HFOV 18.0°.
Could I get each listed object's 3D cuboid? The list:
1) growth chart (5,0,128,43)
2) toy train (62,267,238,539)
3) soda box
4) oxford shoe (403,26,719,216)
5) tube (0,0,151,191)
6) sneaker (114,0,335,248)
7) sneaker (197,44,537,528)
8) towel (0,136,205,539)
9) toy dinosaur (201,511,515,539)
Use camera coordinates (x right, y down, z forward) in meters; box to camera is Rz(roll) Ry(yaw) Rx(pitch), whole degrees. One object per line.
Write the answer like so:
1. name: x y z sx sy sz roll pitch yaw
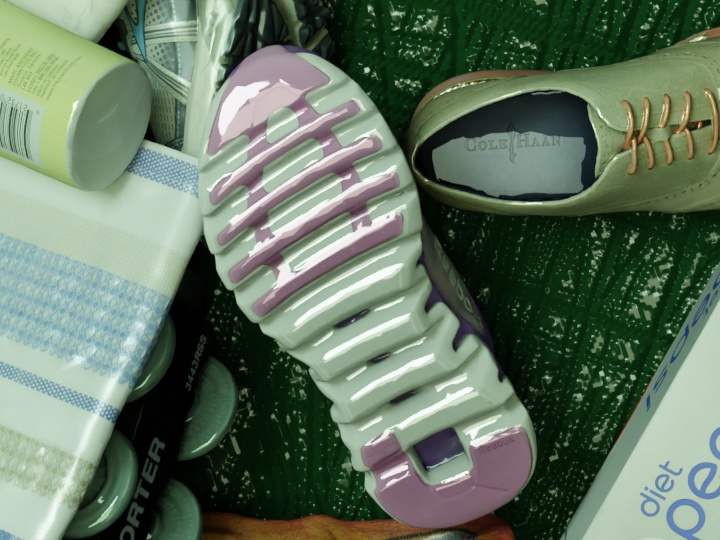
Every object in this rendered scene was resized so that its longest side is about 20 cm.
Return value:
1. growth chart: -0.148 -0.124 0.871 0.145 0.018 0.200 49 135 -4
2. toy train: -0.123 0.086 0.883 0.113 0.085 0.201 6 69 28
3. soda box: 0.130 0.080 0.886 0.063 0.068 0.201 28 105 2
4. oxford shoe: 0.113 -0.049 0.859 0.198 0.074 0.071 -10 100 11
5. tube: -0.170 -0.089 0.865 0.199 0.058 0.052 23 148 25
6. sneaker: -0.064 -0.110 0.888 0.086 0.077 0.202 16 114 35
7. sneaker: 0.000 0.000 0.870 0.080 0.089 0.201 -23 114 10
8. towel: -0.146 0.029 0.853 0.146 0.024 0.201 17 76 24
9. toy dinosaur: -0.035 0.123 0.911 0.181 0.105 0.201 -35 88 4
